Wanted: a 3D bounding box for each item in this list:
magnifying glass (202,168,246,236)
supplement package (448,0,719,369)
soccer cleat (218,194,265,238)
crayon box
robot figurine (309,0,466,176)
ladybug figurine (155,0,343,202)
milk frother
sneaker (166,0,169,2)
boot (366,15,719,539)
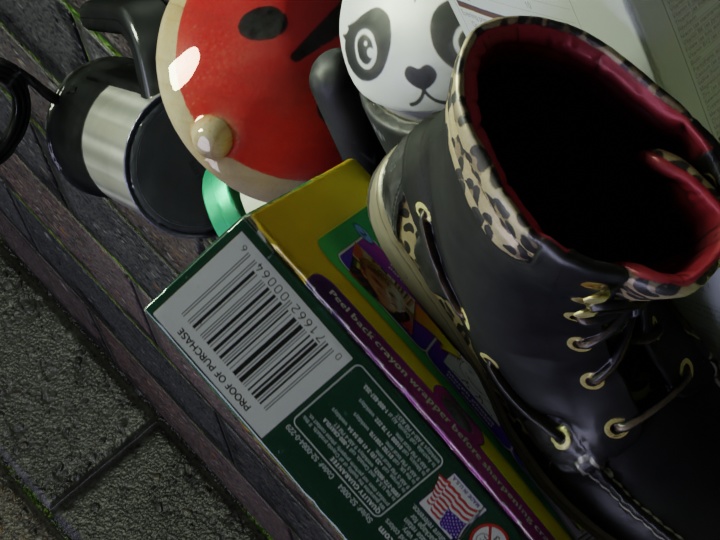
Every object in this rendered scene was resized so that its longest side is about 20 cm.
[{"bbox_3d":[0.000,0.000,0.868,0.200,0.022,0.080,32,-146,-39],"label":"magnifying glass"},{"bbox_3d":[0.118,-0.073,0.597,0.109,0.114,0.200,28,153,53],"label":"supplement package"},{"bbox_3d":[-0.005,-0.043,0.975,0.200,0.078,0.069,-26,120,41],"label":"soccer cleat"},{"bbox_3d":[0.026,0.057,0.675,0.200,0.058,0.173,49,-165,1],"label":"crayon box"},{"bbox_3d":[0.070,-0.065,0.736,0.200,0.150,0.125,61,178,-37],"label":"robot figurine"},{"bbox_3d":[-0.020,-0.107,0.836,0.136,0.200,0.072,45,130,-8],"label":"ladybug figurine"},{"bbox_3d":[-0.206,-0.100,1.337,0.188,0.200,0.181,23,145,60],"label":"milk frother"},{"bbox_3d":[-0.073,-0.149,0.999,0.111,0.073,0.200,18,146,15],"label":"sneaker"},{"bbox_3d":[0.083,0.015,0.561,0.200,0.073,0.151,53,166,9],"label":"boot"}]
